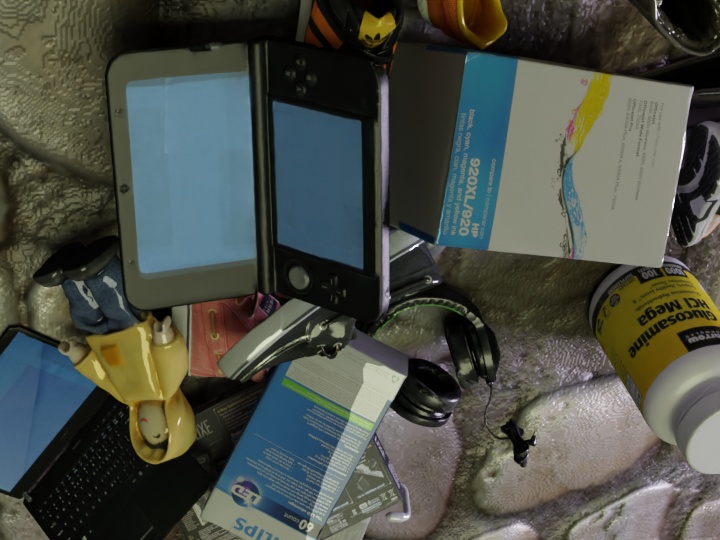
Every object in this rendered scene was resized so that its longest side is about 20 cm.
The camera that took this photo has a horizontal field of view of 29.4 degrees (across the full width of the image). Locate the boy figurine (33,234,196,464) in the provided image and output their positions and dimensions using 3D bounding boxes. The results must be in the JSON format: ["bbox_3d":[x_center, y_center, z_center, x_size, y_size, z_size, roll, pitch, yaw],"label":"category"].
[{"bbox_3d":[-0.197,0.071,1.139,0.123,0.065,0.202,-6,117,30],"label":"boy figurine"}]

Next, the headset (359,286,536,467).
[{"bbox_3d":[0.085,0.103,1.275,0.123,0.094,0.200,-41,117,15],"label":"headset"}]

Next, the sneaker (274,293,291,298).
[{"bbox_3d":[-0.087,-0.071,1.090,0.103,0.075,0.202,-4,117,-19],"label":"sneaker"}]

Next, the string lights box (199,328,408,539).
[{"bbox_3d":[-0.049,0.144,1.186,0.102,0.059,0.201,28,104,-3],"label":"string lights box"}]

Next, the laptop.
[{"bbox_3d":[-0.264,0.175,1.206,0.177,0.200,0.103,-48,163,21],"label":"laptop"}]

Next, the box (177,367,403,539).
[{"bbox_3d":[-0.082,0.180,1.259,0.199,0.050,0.159,-27,97,3],"label":"box"}]

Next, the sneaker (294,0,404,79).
[{"bbox_3d":[-0.006,-0.160,1.000,0.069,0.090,0.203,-2,101,-21],"label":"sneaker"}]

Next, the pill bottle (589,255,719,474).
[{"bbox_3d":[0.296,0.086,1.263,0.111,0.201,0.113,-9,129,-12],"label":"pill bottle"}]

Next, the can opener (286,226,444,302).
[{"bbox_3d":[0.000,0.000,1.190,0.052,0.067,0.200,29,118,-35],"label":"can opener"}]

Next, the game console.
[{"bbox_3d":[-0.078,-0.057,0.991,0.116,0.175,0.202,-28,126,-45],"label":"game console"}]

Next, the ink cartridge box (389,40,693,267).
[{"bbox_3d":[0.131,-0.091,1.077,0.198,0.147,0.146,5,99,-21],"label":"ink cartridge box"}]

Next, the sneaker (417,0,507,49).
[{"bbox_3d":[0.076,-0.254,0.998,0.073,0.077,0.201,-41,139,-21],"label":"sneaker"}]

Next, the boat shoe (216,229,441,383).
[{"bbox_3d":[-0.022,0.036,1.104,0.199,0.057,0.069,-34,176,-13],"label":"boat shoe"}]

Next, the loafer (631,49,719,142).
[{"bbox_3d":[0.316,-0.164,1.164,0.198,0.072,0.063,-21,126,2],"label":"loafer"}]

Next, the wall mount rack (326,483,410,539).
[{"bbox_3d":[-0.048,0.256,1.364,0.172,0.075,0.201,12,122,-10],"label":"wall mount rack"}]

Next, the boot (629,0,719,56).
[{"bbox_3d":[0.162,-0.250,0.956,0.072,0.201,0.181,-41,128,19],"label":"boot"}]

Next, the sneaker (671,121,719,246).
[{"bbox_3d":[0.313,-0.075,1.180,0.079,0.074,0.200,-15,167,-6],"label":"sneaker"}]

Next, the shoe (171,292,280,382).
[{"bbox_3d":[-0.109,0.014,1.143,0.090,0.072,0.201,8,131,-1],"label":"shoe"}]
